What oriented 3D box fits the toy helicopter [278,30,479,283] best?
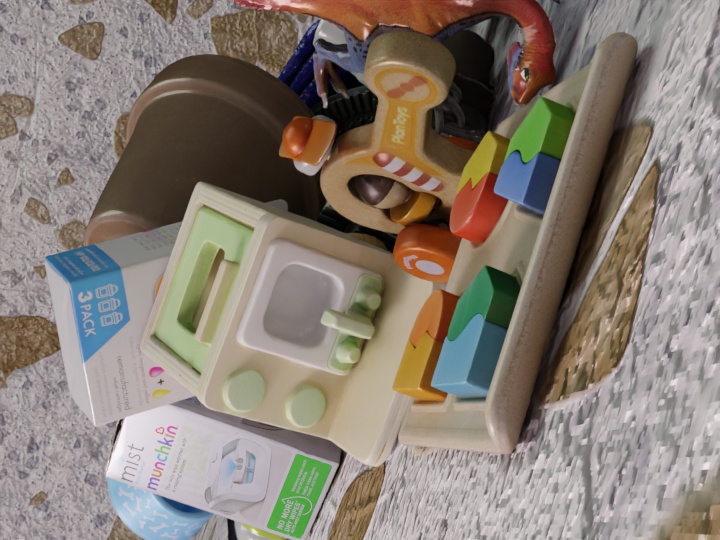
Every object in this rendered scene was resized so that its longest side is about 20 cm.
[{"bbox_3d":[0.013,-0.075,0.737,0.200,0.131,0.080,95,-168,-66],"label":"toy helicopter"}]

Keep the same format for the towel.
[{"bbox_3d":[0.009,-0.189,1.183,0.199,0.050,0.148,-28,-17,-42],"label":"towel"}]

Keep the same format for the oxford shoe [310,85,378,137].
[{"bbox_3d":[-0.009,-0.120,1.153,0.084,0.073,0.200,-36,5,-36],"label":"oxford shoe"}]

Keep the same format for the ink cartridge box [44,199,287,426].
[{"bbox_3d":[-0.125,0.027,0.987,0.068,0.198,0.116,29,130,56],"label":"ink cartridge box"}]

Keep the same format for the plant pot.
[{"bbox_3d":[-0.142,-0.053,1.104,0.175,0.199,0.201,-55,-5,-41],"label":"plant pot"}]

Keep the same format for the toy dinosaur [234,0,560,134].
[{"bbox_3d":[0.025,-0.139,0.767,0.181,0.198,0.106,4,87,60],"label":"toy dinosaur"}]

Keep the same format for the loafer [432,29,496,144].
[{"bbox_3d":[0.059,-0.137,0.918,0.200,0.072,0.072,-99,28,-78],"label":"loafer"}]

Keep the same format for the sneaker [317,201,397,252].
[{"bbox_3d":[0.009,-0.052,1.110,0.091,0.078,0.200,-64,5,-25],"label":"sneaker"}]

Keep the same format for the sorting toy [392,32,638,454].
[{"bbox_3d":[0.064,-0.006,0.628,0.200,0.036,0.187,138,151,-78],"label":"sorting toy"}]

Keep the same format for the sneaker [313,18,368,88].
[{"bbox_3d":[0.044,-0.239,1.052,0.201,0.115,0.074,-55,-1,-14],"label":"sneaker"}]

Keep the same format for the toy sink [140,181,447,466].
[{"bbox_3d":[-0.054,0.030,0.870,0.200,0.111,0.132,26,97,58],"label":"toy sink"}]

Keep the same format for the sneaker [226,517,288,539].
[{"bbox_3d":[-0.103,0.229,1.219,0.200,0.071,0.084,-119,48,-82],"label":"sneaker"}]

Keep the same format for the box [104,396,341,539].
[{"bbox_3d":[-0.104,0.112,1.114,0.201,0.175,0.097,-79,11,-61],"label":"box"}]

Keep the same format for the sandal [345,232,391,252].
[{"bbox_3d":[0.000,0.000,1.033,0.200,0.081,0.055,93,-164,-87],"label":"sandal"}]

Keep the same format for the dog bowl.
[{"bbox_3d":[-0.163,0.152,1.214,0.049,0.111,0.201,-32,37,42],"label":"dog bowl"}]
